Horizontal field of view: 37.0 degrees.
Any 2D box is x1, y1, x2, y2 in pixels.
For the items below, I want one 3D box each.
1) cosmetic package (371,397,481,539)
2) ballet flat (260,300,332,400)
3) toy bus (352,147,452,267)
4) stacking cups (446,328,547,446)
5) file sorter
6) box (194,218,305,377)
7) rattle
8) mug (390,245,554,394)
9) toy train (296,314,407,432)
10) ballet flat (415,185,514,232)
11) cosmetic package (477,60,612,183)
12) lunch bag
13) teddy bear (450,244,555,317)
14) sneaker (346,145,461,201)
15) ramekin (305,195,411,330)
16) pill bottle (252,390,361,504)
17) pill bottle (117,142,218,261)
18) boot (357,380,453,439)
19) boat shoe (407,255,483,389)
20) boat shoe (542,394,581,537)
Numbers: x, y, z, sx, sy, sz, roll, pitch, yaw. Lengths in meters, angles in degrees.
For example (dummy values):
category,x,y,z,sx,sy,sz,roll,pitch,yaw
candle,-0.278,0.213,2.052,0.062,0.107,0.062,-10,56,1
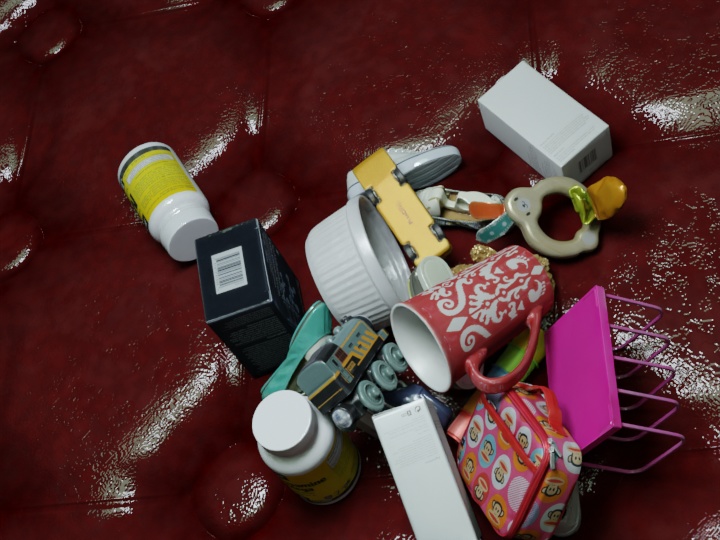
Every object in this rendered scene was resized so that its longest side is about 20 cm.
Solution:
category,x,y,z,sx,sy,sz,roll,pitch,yaw
cosmetic package,0.091,0.279,1.439,0.080,0.113,0.202,-20,77,6
ballet flat,-0.080,0.138,1.601,0.070,0.067,0.201,42,119,21
toy bus,0.066,-0.092,1.664,0.065,0.078,0.201,-35,73,4
stacking cups,0.199,0.169,1.539,0.060,0.061,0.201,33,81,31
file sorter,0.338,0.151,1.429,0.124,0.139,0.202,12,56,-17
box,-0.160,0.046,1.638,0.106,0.200,0.150,-18,58,7
rattle,0.269,-0.087,1.578,0.197,0.143,0.132,10,94,-6
mug,0.169,0.076,1.473,0.199,0.134,0.179,-30,80,-22
toy train,-0.009,0.135,1.478,0.085,0.114,0.200,-39,6,32
ballet flat,0.147,-0.105,1.697,0.198,0.072,0.073,10,65,24
cosmetic package,0.292,-0.228,1.707,0.107,0.085,0.200,-39,56,-6
lunch bag,0.210,0.235,1.403,0.178,0.081,0.200,-68,24,17
teddy bear,0.189,0.029,1.608,0.198,0.067,0.146,12,69,25
sneaker,0.065,-0.171,1.759,0.198,0.073,0.071,-19,60,8
ramekin,0.000,0.000,1.617,0.104,0.200,0.202,-27,56,13
pill bottle,-0.077,0.244,1.497,0.111,0.200,0.114,-8,59,14
pill bottle,-0.327,-0.117,1.837,0.114,0.115,0.201,-36,56,-3
boot,0.036,0.195,1.569,0.199,0.073,0.091,30,73,20
boat shoe,0.122,0.082,1.565,0.071,0.060,0.204,-7,70,-31
boat shoe,0.262,0.254,1.456,0.073,0.065,0.202,-16,58,10
